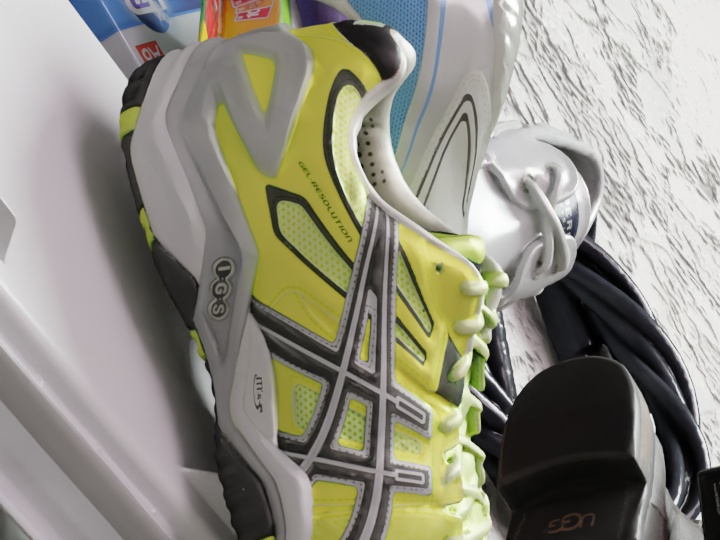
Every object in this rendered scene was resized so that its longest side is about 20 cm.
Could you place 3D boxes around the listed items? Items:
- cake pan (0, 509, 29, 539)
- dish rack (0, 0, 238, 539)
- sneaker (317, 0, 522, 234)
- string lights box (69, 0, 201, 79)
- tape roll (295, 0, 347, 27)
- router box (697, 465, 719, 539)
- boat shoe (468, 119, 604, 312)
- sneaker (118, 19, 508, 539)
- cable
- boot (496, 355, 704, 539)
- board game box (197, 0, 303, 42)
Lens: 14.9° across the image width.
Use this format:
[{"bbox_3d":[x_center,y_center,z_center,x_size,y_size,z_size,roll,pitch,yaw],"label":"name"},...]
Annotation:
[{"bbox_3d":[-0.053,0.101,0.767,0.200,0.037,0.200,43,28,-30],"label":"cake pan"},{"bbox_3d":[-0.077,-0.013,0.711,0.200,0.044,0.172,55,20,-39],"label":"dish rack"},{"bbox_3d":[0.000,0.000,0.784,0.072,0.072,0.200,-101,-163,-72],"label":"sneaker"},{"bbox_3d":[-0.113,-0.126,0.895,0.200,0.059,0.103,59,22,1],"label":"string lights box"},{"bbox_3d":[-0.032,-0.143,0.928,0.200,0.066,0.200,52,-17,23],"label":"tape roll"},{"bbox_3d":[0.166,0.182,0.949,0.149,0.051,0.200,55,27,-52],"label":"router box"},{"bbox_3d":[0.045,-0.023,0.934,0.200,0.065,0.074,-48,136,-71],"label":"boat shoe"},{"bbox_3d":[0.004,0.030,0.705,0.075,0.076,0.200,-24,94,-76],"label":"sneaker"},{"bbox_3d":[0.070,0.022,1.078,0.163,0.051,0.200,35,33,-41],"label":"cable"},{"bbox_3d":[0.100,0.145,0.963,0.174,0.069,0.200,56,39,-39],"label":"boot"},{"bbox_3d":[-0.017,-0.007,0.872,0.096,0.030,0.200,-91,166,-53],"label":"board game box"}]
